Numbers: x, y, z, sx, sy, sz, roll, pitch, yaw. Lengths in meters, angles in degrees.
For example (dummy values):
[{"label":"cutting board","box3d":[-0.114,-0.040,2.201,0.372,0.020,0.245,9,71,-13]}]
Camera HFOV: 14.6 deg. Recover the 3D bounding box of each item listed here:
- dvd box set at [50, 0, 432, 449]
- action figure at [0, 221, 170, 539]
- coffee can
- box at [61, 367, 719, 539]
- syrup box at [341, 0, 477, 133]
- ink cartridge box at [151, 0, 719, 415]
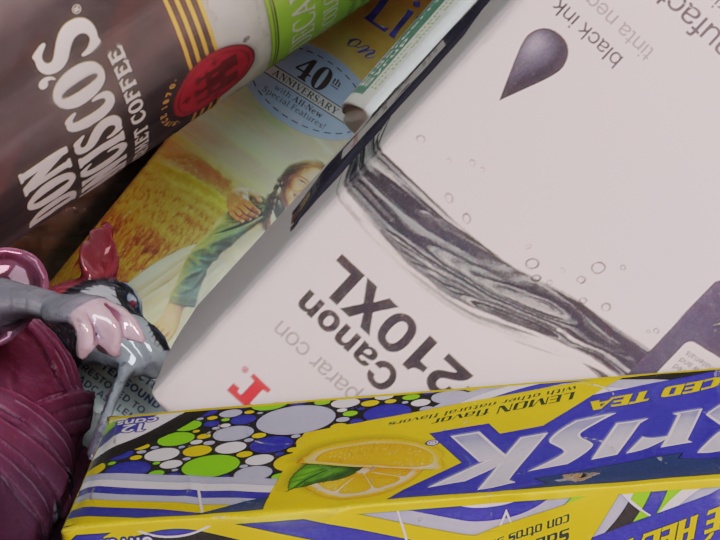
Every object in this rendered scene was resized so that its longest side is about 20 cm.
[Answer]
[{"label":"dvd box set","box3d":[0.000,0.000,0.868,0.146,0.029,0.200,36,73,10]},{"label":"action figure","box3d":[-0.110,0.066,0.775,0.148,0.135,0.201,-5,38,22]},{"label":"coffee can","box3d":[-0.076,-0.111,0.815,0.199,0.147,0.147,-35,74,-14]},{"label":"box","box3d":[0.035,0.068,0.663,0.198,0.070,0.065,-5,109,7]},{"label":"syrup box","box3d":[0.093,-0.009,0.811,0.200,0.081,0.079,42,88,-7]},{"label":"ink cartridge box","box3d":[0.065,0.001,0.723,0.145,0.084,0.200,42,106,-6]}]
